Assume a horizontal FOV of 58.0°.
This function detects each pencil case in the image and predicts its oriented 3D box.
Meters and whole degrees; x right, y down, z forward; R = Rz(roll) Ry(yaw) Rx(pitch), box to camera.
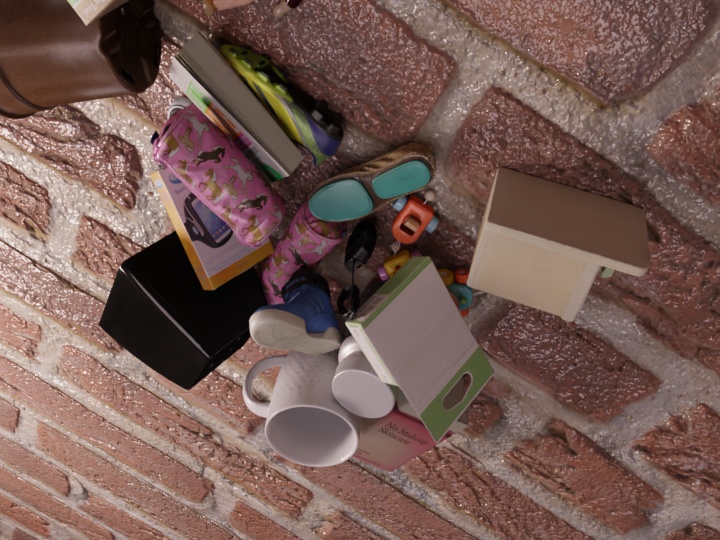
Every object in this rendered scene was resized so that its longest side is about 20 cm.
[{"bbox_3d":[-0.093,-0.022,0.999,0.084,0.085,0.201,20,135,-21],"label":"pencil case"},{"bbox_3d":[-0.186,-0.121,0.867,0.086,0.084,0.200,-35,120,18],"label":"pencil case"}]

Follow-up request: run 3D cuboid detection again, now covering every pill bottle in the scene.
[{"bbox_3d":[0.032,0.109,0.973,0.110,0.202,0.116,10,131,12],"label":"pill bottle"}]

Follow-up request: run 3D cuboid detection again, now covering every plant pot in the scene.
[{"bbox_3d":[-0.259,0.059,1.009,0.178,0.199,0.200,48,137,5],"label":"plant pot"},{"bbox_3d":[-0.375,-0.303,0.829,0.191,0.203,0.205,0,128,12],"label":"plant pot"}]

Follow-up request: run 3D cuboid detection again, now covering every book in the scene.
[{"bbox_3d":[-0.169,-0.208,0.875,0.200,0.048,0.133,46,166,-16],"label":"book"}]

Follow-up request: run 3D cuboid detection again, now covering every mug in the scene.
[{"bbox_3d":[-0.090,0.188,1.029,0.193,0.178,0.151,4,130,3],"label":"mug"}]

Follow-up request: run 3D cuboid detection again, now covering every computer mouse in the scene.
[{"bbox_3d":[0.000,0.000,0.903,0.034,0.203,0.058,33,127,-20],"label":"computer mouse"}]

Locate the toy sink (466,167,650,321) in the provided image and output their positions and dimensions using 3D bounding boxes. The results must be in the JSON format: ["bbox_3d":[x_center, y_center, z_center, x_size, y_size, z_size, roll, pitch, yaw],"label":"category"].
[{"bbox_3d":[0.247,-0.026,0.827,0.194,0.132,0.114,16,132,7],"label":"toy sink"}]

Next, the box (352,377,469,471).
[{"bbox_3d":[0.067,0.234,1.088,0.126,0.111,0.199,29,129,-28],"label":"box"}]

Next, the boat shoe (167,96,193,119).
[{"bbox_3d":[-0.261,-0.153,0.973,0.071,0.069,0.204,16,131,8],"label":"boat shoe"}]

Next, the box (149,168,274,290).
[{"bbox_3d":[-0.213,-0.091,0.928,0.041,0.118,0.205,-6,111,52],"label":"box"}]

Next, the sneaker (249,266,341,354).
[{"bbox_3d":[-0.096,0.048,0.918,0.075,0.115,0.198,-23,158,24],"label":"sneaker"}]

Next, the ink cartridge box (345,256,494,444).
[{"bbox_3d":[0.086,0.106,0.882,0.047,0.145,0.203,-1,125,57],"label":"ink cartridge box"}]

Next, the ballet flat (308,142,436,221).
[{"bbox_3d":[0.018,-0.120,0.886,0.195,0.066,0.072,-13,121,27],"label":"ballet flat"}]

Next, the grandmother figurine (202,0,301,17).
[{"bbox_3d":[-0.104,-0.351,0.758,0.193,0.063,0.121,-2,168,17],"label":"grandmother figurine"}]

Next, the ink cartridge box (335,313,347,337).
[{"bbox_3d":[0.005,0.151,1.136,0.193,0.048,0.164,3,129,1],"label":"ink cartridge box"}]

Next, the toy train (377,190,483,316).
[{"bbox_3d":[0.106,-0.009,0.929,0.198,0.056,0.151,36,117,-11],"label":"toy train"}]

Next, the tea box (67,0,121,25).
[{"bbox_3d":[-0.263,-0.409,0.682,0.131,0.202,0.199,-19,120,32],"label":"tea box"}]

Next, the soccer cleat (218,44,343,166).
[{"bbox_3d":[-0.113,-0.217,0.862,0.198,0.065,0.084,37,122,-11],"label":"soccer cleat"}]
